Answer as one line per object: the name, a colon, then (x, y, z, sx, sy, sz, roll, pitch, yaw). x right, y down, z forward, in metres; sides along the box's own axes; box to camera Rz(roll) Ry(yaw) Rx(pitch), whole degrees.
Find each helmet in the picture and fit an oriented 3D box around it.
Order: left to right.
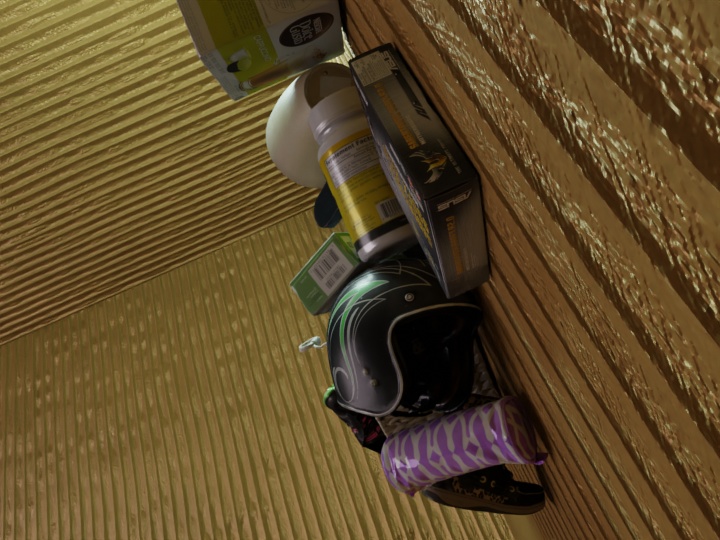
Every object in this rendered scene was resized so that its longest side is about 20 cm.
helmet: (0.053, 0.081, 0.746, 0.200, 0.199, 0.192, 57, -141, -84)

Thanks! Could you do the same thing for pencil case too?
pencil case: (0.117, 0.220, 0.723, 0.084, 0.200, 0.086, -20, -98, -55)

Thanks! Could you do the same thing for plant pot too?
plant pot: (-0.058, -0.254, 0.974, 0.188, 0.186, 0.200, 67, 166, 3)

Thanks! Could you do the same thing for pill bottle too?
pill bottle: (0.014, -0.122, 0.750, 0.114, 0.114, 0.201, 59, -172, -82)

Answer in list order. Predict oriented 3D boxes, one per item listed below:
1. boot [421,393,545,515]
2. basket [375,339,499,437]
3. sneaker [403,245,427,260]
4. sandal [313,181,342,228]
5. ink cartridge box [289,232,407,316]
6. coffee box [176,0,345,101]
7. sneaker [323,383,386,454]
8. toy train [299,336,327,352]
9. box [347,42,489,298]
boot: (0.185, 0.255, 0.830, 0.073, 0.199, 0.152, 169, 113, -67)
basket: (0.093, 0.154, 0.955, 0.200, 0.197, 0.161, -112, -4, -74)
sneaker: (0.069, 0.004, 1.006, 0.083, 0.074, 0.200, 59, 151, -4)
sandal: (-0.023, -0.142, 0.859, 0.201, 0.043, 0.076, -60, 43, 32)
ink cartridge box: (0.000, 0.000, 0.856, 0.059, 0.104, 0.200, 51, -155, 18)
coffee box: (-0.148, -0.395, 0.833, 0.200, 0.197, 0.201, -41, -71, -89)
sneaker: (0.007, 0.246, 0.997, 0.084, 0.077, 0.200, 38, 169, 48)
toy train: (0.004, 0.085, 0.926, 0.200, 0.150, 0.056, -37, -81, -43)
box: (0.057, -0.096, 0.572, 0.159, 0.048, 0.201, 66, -179, -56)
